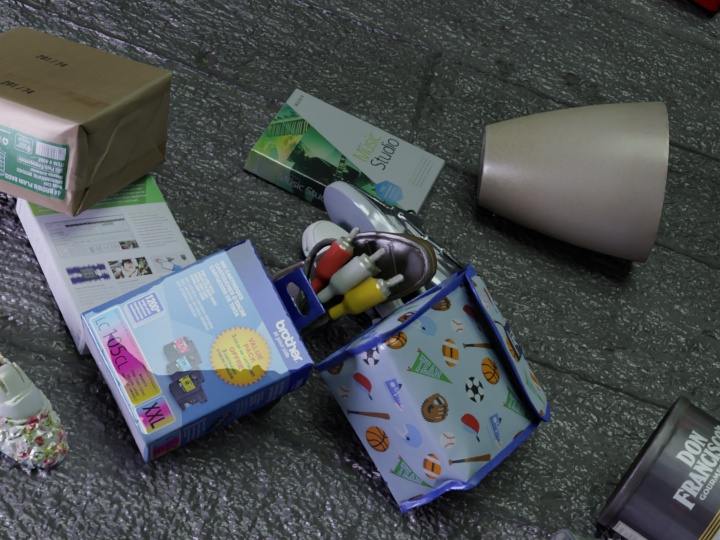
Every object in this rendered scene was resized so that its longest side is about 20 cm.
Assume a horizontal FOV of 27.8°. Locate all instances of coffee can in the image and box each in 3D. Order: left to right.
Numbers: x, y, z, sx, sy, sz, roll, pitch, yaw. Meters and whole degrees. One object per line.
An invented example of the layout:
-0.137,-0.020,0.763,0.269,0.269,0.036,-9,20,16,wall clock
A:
0.348,0.233,1.379,0.200,0.146,0.146,34,42,11,coffee can

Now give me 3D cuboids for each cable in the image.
-0.055,0.041,1.376,0.200,0.050,0.097,-42,65,1,cable

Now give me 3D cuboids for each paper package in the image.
-0.317,-0.154,1.463,0.200,0.104,0.191,19,30,17,paper package

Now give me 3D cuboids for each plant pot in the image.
0.239,-0.113,1.688,0.200,0.187,0.187,7,42,2,plant pot

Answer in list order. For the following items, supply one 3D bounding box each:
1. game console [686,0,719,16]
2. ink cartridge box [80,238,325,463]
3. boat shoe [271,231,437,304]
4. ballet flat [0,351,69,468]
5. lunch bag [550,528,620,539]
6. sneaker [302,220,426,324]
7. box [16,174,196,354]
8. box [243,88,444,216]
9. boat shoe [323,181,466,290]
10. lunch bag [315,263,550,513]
0.495,-0.494,2.236,0.200,0.172,0.119,35,69,13,game console
-0.133,0.064,1.316,0.200,0.076,0.137,-25,77,-18,ink cartridge box
0.000,0.000,1.442,0.068,0.200,0.072,-12,91,-53,boat shoe
-0.332,0.093,1.277,0.200,0.064,0.076,38,42,15,ballet flat
0.236,0.320,1.213,0.168,0.139,0.200,21,10,-16,lunch bag
0.018,0.007,1.516,0.075,0.081,0.200,-24,58,-38,sneaker
-0.240,-0.011,1.440,0.144,0.036,0.200,-8,51,-31,box
-0.015,-0.121,1.667,0.200,0.036,0.144,25,41,3,box
0.048,-0.032,1.570,0.200,0.070,0.066,41,56,16,boat shoe
0.088,0.102,1.383,0.200,0.124,0.170,-31,94,-46,lunch bag
